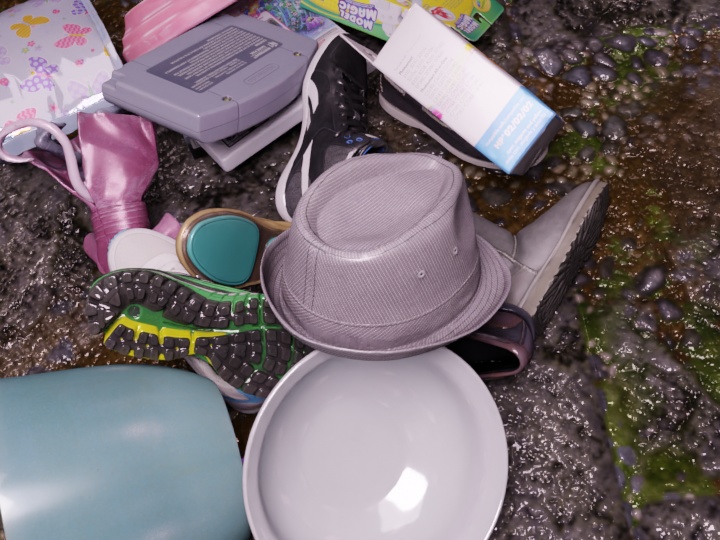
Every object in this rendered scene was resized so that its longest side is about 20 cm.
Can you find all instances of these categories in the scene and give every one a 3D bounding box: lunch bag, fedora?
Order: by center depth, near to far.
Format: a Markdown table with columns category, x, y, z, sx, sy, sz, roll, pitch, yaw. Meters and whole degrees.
| category | x | y | z | sx | sy | sz | roll | pitch | yaw |
| --- | --- | --- | --- | --- | --- | --- | --- | --- | --- |
| fedora | 0.020 | -0.026 | 0.651 | 0.199 | 0.091 | 0.177 | -26 | 48 | -31 |
| lunch bag | -0.340 | -0.199 | 0.970 | 0.169 | 0.128 | 0.200 | -27 | 47 | -11 |

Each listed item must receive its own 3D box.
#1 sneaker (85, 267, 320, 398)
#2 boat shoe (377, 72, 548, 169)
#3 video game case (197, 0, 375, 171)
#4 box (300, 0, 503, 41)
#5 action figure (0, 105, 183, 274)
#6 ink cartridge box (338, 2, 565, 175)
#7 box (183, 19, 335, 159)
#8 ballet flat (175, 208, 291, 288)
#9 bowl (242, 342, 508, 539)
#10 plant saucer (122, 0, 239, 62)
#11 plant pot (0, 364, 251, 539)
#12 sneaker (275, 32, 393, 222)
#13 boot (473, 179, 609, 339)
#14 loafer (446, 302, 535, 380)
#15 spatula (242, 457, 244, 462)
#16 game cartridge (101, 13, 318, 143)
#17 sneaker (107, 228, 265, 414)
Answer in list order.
| category | x | y | z | sx | sy | sz | roll | pitch | yaw |
| --- | --- | --- | --- | --- | --- | --- | --- | --- | --- |
| sneaker | -0.109 | 0.037 | 0.692 | 0.198 | 0.085 | 0.079 | 21 | 97 | -19 |
| boat shoe | 0.101 | -0.168 | 0.911 | 0.199 | 0.061 | 0.074 | 34 | 65 | 26 |
| video game case | -0.113 | -0.214 | 0.952 | 0.199 | 0.024 | 0.182 | -37 | 59 | -14 |
| box | 0.048 | -0.291 | 0.977 | 0.199 | 0.049 | 0.117 | 24 | 41 | 14 |
| action figure | -0.221 | -0.053 | 0.831 | 0.133 | 0.149 | 0.202 | -17 | 90 | 24 |
| ink cartridge box | 0.087 | -0.175 | 0.822 | 0.200 | 0.115 | 0.068 | 40 | 104 | 9 |
| box | -0.109 | -0.213 | 0.989 | 0.198 | 0.040 | 0.138 | -19 | 57 | -3 |
| ballet flat | -0.106 | -0.019 | 0.788 | 0.063 | 0.199 | 0.069 | 16 | 94 | 32 |
| bowl | 0.004 | 0.145 | 0.681 | 0.199 | 0.090 | 0.203 | 1 | 88 | -15 |
| plant saucer | -0.181 | -0.296 | 0.981 | 0.199 | 0.051 | 0.201 | -28 | 19 | 10 |
| plant pot | -0.172 | 0.161 | 0.665 | 0.159 | 0.201 | 0.202 | -12 | 54 | -18 |
| sneaker | -0.005 | -0.136 | 0.848 | 0.111 | 0.073 | 0.202 | 1 | 73 | 48 |
| boot | 0.107 | -0.043 | 0.830 | 0.199 | 0.073 | 0.182 | 26 | 65 | 30 |
| loafer | 0.045 | 0.064 | 0.746 | 0.198 | 0.073 | 0.063 | -5 | 21 | 12 |
| spatula | -0.017 | 0.139 | 0.750 | 0.199 | 0.021 | 0.057 | -28 | 61 | -14 |
| game cartridge | -0.132 | -0.188 | 0.862 | 0.132 | 0.042 | 0.200 | 27 | 43 | 17 |
| sneaker | -0.142 | 0.033 | 0.771 | 0.200 | 0.081 | 0.076 | 44 | 74 | 8 |
